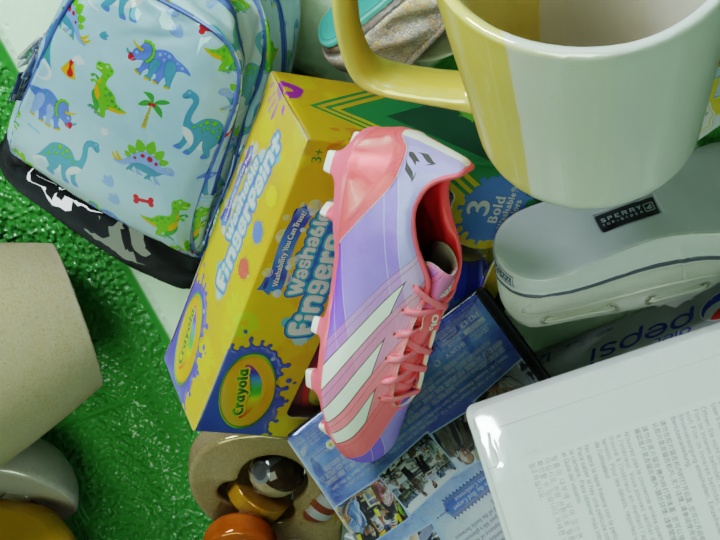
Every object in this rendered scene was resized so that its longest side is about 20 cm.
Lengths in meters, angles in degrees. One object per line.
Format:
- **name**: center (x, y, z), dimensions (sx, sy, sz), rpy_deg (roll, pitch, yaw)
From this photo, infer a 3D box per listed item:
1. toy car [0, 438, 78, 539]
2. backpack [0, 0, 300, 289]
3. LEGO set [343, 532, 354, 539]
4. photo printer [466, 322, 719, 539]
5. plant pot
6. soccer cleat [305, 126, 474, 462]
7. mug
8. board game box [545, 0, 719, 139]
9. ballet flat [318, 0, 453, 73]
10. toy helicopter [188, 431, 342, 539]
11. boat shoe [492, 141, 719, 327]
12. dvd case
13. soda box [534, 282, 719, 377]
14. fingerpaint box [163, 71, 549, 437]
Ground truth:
- **toy car**: center (-0.269, 0.201, 1.423), dimensions (0.198, 0.176, 0.150), rpy_deg (6, 154, 12)
- **backpack**: center (-0.114, -0.107, 1.232), dimensions (0.163, 0.154, 0.201), rpy_deg (33, 107, 7)
- **LEGO set**: center (0.076, 0.201, 1.299), dimensions (0.199, 0.153, 0.117), rpy_deg (19, 108, 38)
- **photo printer**: center (0.171, 0.118, 1.128), dimensions (0.199, 0.069, 0.167), rpy_deg (-19, 74, 4)
- **plant pot**: center (-0.264, 0.060, 1.318), dimensions (0.199, 0.187, 0.188), rpy_deg (-20, 112, -10)
- **soccer cleat**: center (0.018, 0.020, 1.143), dimensions (0.076, 0.067, 0.201), rpy_deg (16, 120, 25)
- **mug**: center (0.098, -0.119, 1.074), dimensions (0.186, 0.149, 0.154), rpy_deg (35, 155, 28)
- **board game box**: center (0.158, -0.162, 1.134), dimensions (0.134, 0.034, 0.200), rpy_deg (-36, 126, 28)
- **ballet flat**: center (0.064, -0.167, 1.193), dimensions (0.067, 0.068, 0.200), rpy_deg (37, 126, -27)
- **toy helicopter**: center (-0.007, 0.120, 1.341), dimensions (0.198, 0.079, 0.133), rpy_deg (2, 128, -2)
- **boat shoe**: center (0.171, -0.014, 1.213), dimensions (0.199, 0.071, 0.070), rpy_deg (-17, 144, -7)
- **dvd case**: center (0.069, 0.129, 1.197), dimensions (0.142, 0.018, 0.200), rpy_deg (-37, 73, 5)
- **soda box**: center (0.192, 0.056, 1.255), dimensions (0.199, 0.068, 0.064), rpy_deg (-23, 112, 24)
- **fingerpaint box**: center (0.000, 0.000, 1.234), dimensions (0.166, 0.074, 0.201), rpy_deg (7, 123, -28)
